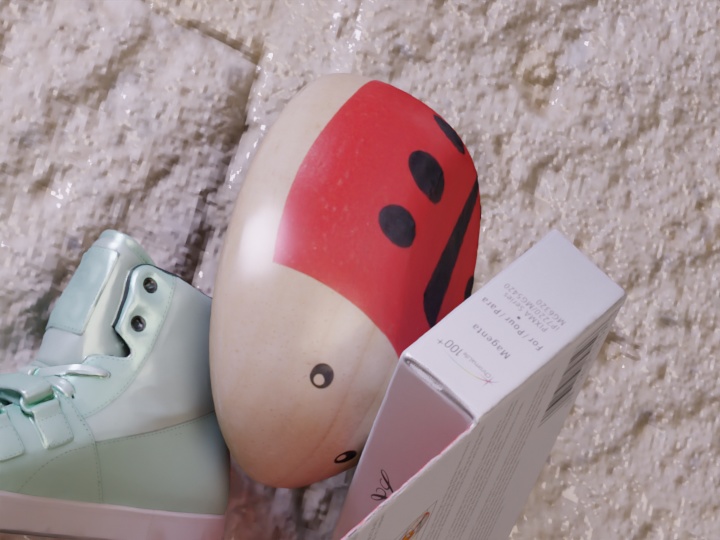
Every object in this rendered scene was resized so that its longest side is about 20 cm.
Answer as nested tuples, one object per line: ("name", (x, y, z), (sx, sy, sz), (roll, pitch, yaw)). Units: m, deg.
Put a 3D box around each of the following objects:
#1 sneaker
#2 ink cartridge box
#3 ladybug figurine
("sneaker", (-0.131, 0.039, 0.992), (0.200, 0.074, 0.119), (11, 83, -43))
("ink cartridge box", (0.011, 0.097, 1.015), (0.044, 0.200, 0.173), (42, 55, 17))
("ladybug figurine", (0.000, 0.000, 1.059), (0.136, 0.072, 0.200), (70, 29, -41))
